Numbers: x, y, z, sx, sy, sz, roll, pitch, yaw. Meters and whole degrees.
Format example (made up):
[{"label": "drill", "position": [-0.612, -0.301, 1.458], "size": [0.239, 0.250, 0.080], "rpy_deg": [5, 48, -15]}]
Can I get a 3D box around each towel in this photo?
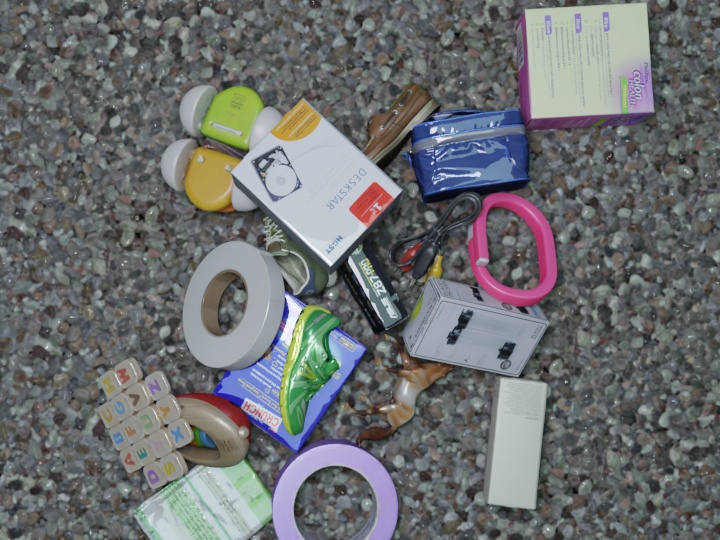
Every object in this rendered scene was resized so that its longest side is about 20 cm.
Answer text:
[{"label": "towel", "position": [-0.247, 0.390, 1.522], "size": [0.199, 0.031, 0.150], "rpy_deg": [-36, 90, -4]}]

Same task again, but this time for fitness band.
[{"label": "fitness band", "position": [0.242, -0.036, 1.488], "size": [0.142, 0.038, 0.202], "rpy_deg": [12, 54, -14]}]

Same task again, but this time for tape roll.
[{"label": "tape roll", "position": [-0.042, 0.373, 1.492], "size": [0.198, 0.066, 0.202], "rpy_deg": [0, 88, -6]}, {"label": "tape roll", "position": [-0.201, 0.054, 1.472], "size": [0.202, 0.037, 0.205], "rpy_deg": [-13, 69, 38]}]

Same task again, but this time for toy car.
[{"label": "toy car", "position": [-0.203, -0.187, 1.489], "size": [0.174, 0.150, 0.202], "rpy_deg": [19, 91, 15]}]

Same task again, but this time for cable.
[{"label": "cable", "position": [0.118, -0.053, 1.505], "size": [0.097, 0.050, 0.201], "rpy_deg": [36, 110, 13]}]

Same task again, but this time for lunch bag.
[{"label": "lunch bag", "position": [0.166, -0.189, 1.497], "size": [0.198, 0.136, 0.134], "rpy_deg": [-8, 87, 1]}]

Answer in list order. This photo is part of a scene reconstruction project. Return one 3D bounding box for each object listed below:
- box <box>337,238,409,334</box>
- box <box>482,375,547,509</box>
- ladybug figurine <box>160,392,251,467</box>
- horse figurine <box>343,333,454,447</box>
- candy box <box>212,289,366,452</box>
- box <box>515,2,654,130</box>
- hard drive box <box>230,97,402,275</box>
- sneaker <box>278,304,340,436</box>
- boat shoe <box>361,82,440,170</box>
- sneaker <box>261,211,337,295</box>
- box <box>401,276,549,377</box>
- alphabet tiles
[{"label": "box", "position": [0.000, 0.000, 1.473], "size": [0.049, 0.161, 0.201], "rpy_deg": [-30, 88, -7]}, {"label": "box", "position": [0.247, 0.274, 1.507], "size": [0.081, 0.068, 0.202], "rpy_deg": [8, 87, 0]}, {"label": "ladybug figurine", "position": [-0.242, 0.244, 1.470], "size": [0.199, 0.072, 0.137], "rpy_deg": [-1, 126, 37]}, {"label": "horse figurine", "position": [0.058, 0.194, 1.503], "size": [0.132, 0.050, 0.201], "rpy_deg": [27, 93, -28]}, {"label": "candy box", "position": [-0.113, 0.159, 1.507], "size": [0.168, 0.077, 0.201], "rpy_deg": [35, 86, 0]}, {"label": "box", "position": [0.360, -0.328, 1.525], "size": [0.198, 0.097, 0.178], "rpy_deg": [-4, 87, 0]}, {"label": "hard drive box", "position": [-0.063, -0.121, 1.365], "size": [0.200, 0.077, 0.156], "rpy_deg": [42, 81, 5]}, {"label": "sneaker", "position": [-0.076, 0.156, 1.433], "size": [0.083, 0.074, 0.202], "rpy_deg": [12, 87, 2]}, {"label": "boat shoe", "position": [0.040, -0.222, 1.536], "size": [0.068, 0.072, 0.200], "rpy_deg": [44, 78, 6]}, {"label": "sneaker", "position": [-0.119, -0.048, 1.502], "size": [0.067, 0.090, 0.201], "rpy_deg": [-34, 87, 43]}, {"label": "box", "position": [0.178, 0.089, 1.462], "size": [0.198, 0.060, 0.117], "rpy_deg": [12, 120, -22]}, {"label": "alphabet tiles", "position": [-0.341, 0.240, 1.470], "size": [0.195, 0.015, 0.201], "rpy_deg": [-29, 86, 40]}]
